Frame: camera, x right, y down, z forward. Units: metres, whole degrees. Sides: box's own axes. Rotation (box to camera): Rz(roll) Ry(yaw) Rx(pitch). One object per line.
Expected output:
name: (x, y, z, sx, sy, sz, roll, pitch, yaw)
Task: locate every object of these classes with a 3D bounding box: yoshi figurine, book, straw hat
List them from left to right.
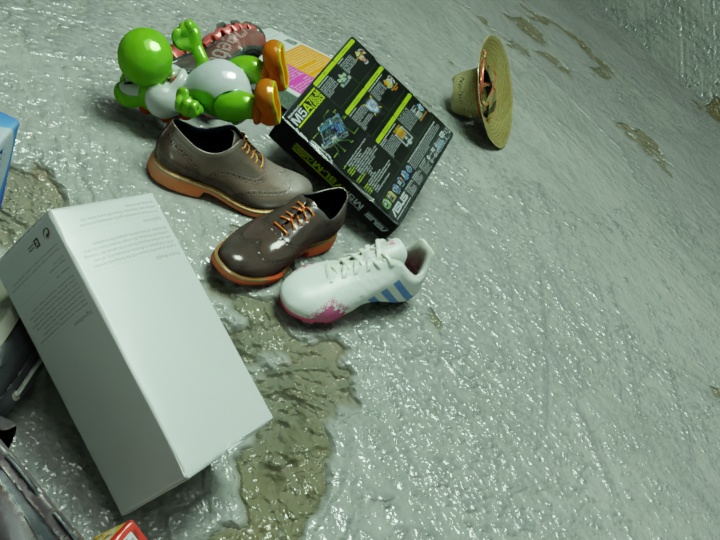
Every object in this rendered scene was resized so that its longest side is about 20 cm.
yoshi figurine: (-0.182, -0.215, 0.841, 0.194, 0.115, 0.112, 2, 12, 9)
book: (-0.090, -0.270, 1.077, 0.198, 0.049, 0.133, 33, 38, 16)
straw hat: (0.200, -0.310, 1.356, 0.083, 0.206, 0.201, -1, 23, 27)

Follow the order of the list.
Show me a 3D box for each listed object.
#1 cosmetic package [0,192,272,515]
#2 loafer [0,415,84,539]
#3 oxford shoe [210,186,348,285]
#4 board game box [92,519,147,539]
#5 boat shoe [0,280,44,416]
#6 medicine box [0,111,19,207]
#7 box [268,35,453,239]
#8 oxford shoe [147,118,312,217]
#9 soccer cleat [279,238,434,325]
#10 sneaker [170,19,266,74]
cosmetic package: (-0.163, 0.055, 0.569, 0.107, 0.084, 0.203, -19, 80, -60)
loafer: (-0.233, 0.127, 0.489, 0.062, 0.072, 0.202, -27, 74, -33)
oxford shoe: (-0.082, -0.046, 0.825, 0.071, 0.073, 0.199, 42, 35, 10)
board game box: (-0.144, 0.259, 0.394, 0.153, 0.046, 0.200, 55, 34, -10)
boat shoe: (-0.257, 0.039, 0.611, 0.201, 0.071, 0.064, -74, 147, -59)
medicine box: (-0.384, -0.066, 0.569, 0.179, 0.104, 0.202, 25, 37, -14)
box: (0.008, -0.172, 0.984, 0.192, 0.047, 0.202, 39, 51, -9)
oxford shoe: (-0.131, -0.114, 0.863, 0.196, 0.073, 0.072, 10, 41, -32)
soccer cleat: (0.000, 0.000, 0.827, 0.197, 0.087, 0.070, -9, 53, -45)
sneaker: (-0.180, -0.247, 0.968, 0.098, 0.071, 0.199, 46, 49, 9)
